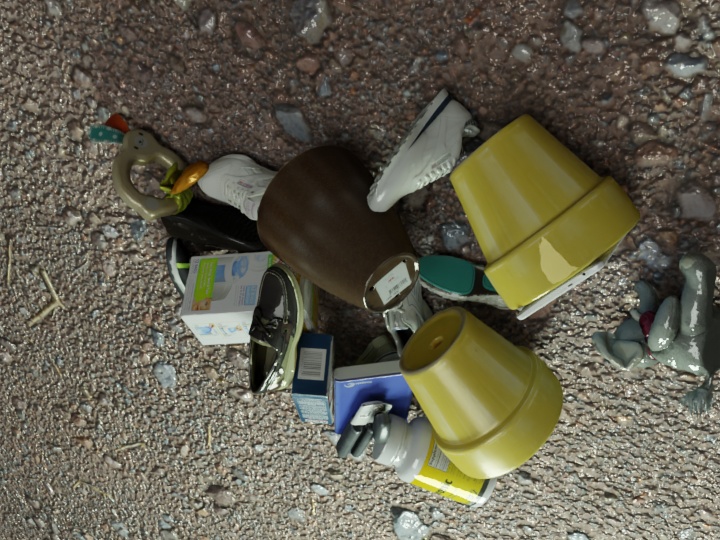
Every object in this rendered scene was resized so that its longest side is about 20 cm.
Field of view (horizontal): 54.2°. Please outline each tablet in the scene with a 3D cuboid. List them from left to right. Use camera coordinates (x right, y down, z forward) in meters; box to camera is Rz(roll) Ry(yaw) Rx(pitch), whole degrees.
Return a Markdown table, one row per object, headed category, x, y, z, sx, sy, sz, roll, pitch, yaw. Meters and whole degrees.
| category | x | y | z | sx | sy | sz | roll | pitch | yaw |
| --- | --- | --- | --- | --- | --- | --- | --- | --- | --- |
| tablet | 0.280 | -0.002 | 0.912 | 0.130 | 0.199 | 0.014 | -40 | 85 | 34 |

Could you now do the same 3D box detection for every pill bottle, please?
| category | x | y | z | sx | sy | sz | roll | pitch | yaw |
| --- | --- | --- | --- | --- | --- | --- | --- | --- | --- |
| pill bottle | 0.125 | 0.315 | 1.190 | 0.198 | 0.112 | 0.112 | 23 | 126 | -8 |

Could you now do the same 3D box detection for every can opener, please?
| category | x | y | z | sx | sy | sz | roll | pitch | yaw |
| --- | --- | --- | --- | --- | --- | --- | --- | --- | --- |
| can opener | 0.005 | 0.277 | 1.173 | 0.052 | 0.068 | 0.201 | 3 | 142 | -17 |

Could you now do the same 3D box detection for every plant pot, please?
| category | x | y | z | sx | sy | sz | roll | pitch | yaw |
| --- | --- | --- | --- | --- | --- | --- | --- | --- | --- |
| plant pot | -0.013 | -0.040 | 0.960 | 0.200 | 0.185 | 0.189 | 45 | 135 | 37 |
| plant pot | 0.163 | 0.165 | 1.035 | 0.200 | 0.202 | 0.189 | -32 | 111 | 33 |
| plant pot | 0.218 | -0.085 | 0.900 | 0.200 | 0.200 | 0.190 | -38 | 87 | 34 |

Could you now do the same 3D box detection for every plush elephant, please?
| category | x | y | z | sx | sy | sz | roll | pitch | yaw |
| --- | --- | --- | --- | --- | --- | --- | --- | --- | --- |
| plush elephant | 0.414 | 0.079 | 0.950 | 0.154 | 0.163 | 0.203 | 14 | 94 | 55 |

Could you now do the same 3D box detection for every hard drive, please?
| category | x | y | z | sx | sy | sz | roll | pitch | yaw |
| --- | --- | --- | --- | --- | --- | --- | --- | --- | --- |
| hard drive | 0.020 | 0.214 | 1.171 | 0.130 | 0.026 | 0.201 | -6 | 144 | -6 |

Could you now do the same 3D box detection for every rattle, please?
| category | x | y | z | sx | sy | sz | roll | pitch | yaw |
| --- | --- | --- | --- | --- | --- | --- | --- | --- | --- |
| rattle | -0.331 | -0.190 | 1.080 | 0.202 | 0.129 | 0.143 | 61 | 158 | 7 |

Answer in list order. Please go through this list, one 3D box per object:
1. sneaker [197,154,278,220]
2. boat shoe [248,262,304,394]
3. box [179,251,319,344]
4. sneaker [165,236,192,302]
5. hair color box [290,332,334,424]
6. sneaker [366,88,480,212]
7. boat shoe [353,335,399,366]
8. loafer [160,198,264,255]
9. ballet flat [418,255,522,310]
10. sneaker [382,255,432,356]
| category | x | y | z | sx | sy | sz | roll | pitch | yaw |
| --- | --- | --- | --- | --- | --- | --- | --- | --- | --- |
| sneaker | -0.169 | -0.124 | 1.075 | 0.197 | 0.100 | 0.076 | 10 | 125 | 18 |
| boat shoe | -0.127 | 0.091 | 1.015 | 0.072 | 0.064 | 0.203 | 18 | 116 | 33 |
| box | -0.170 | 0.044 | 1.126 | 0.197 | 0.114 | 0.102 | -3 | 148 | 9 |
| sneaker | -0.277 | 0.024 | 1.239 | 0.082 | 0.072 | 0.202 | -17 | 114 | 0 |
| hair color box | -0.073 | 0.182 | 1.158 | 0.059 | 0.102 | 0.201 | 4 | 157 | 1 |
| sneaker | 0.083 | -0.145 | 0.914 | 0.080 | 0.201 | 0.076 | 40 | 161 | -10 |
| boat shoe | 0.013 | 0.183 | 1.213 | 0.200 | 0.071 | 0.063 | -52 | 50 | 43 |
| loafer | -0.240 | -0.066 | 1.163 | 0.197 | 0.073 | 0.072 | 21 | 135 | 15 |
| ballet flat | 0.177 | 0.029 | 1.053 | 0.197 | 0.072 | 0.073 | 11 | 123 | 15 |
| sneaker | 0.063 | 0.043 | 1.090 | 0.074 | 0.087 | 0.202 | -11 | 113 | 28 |
